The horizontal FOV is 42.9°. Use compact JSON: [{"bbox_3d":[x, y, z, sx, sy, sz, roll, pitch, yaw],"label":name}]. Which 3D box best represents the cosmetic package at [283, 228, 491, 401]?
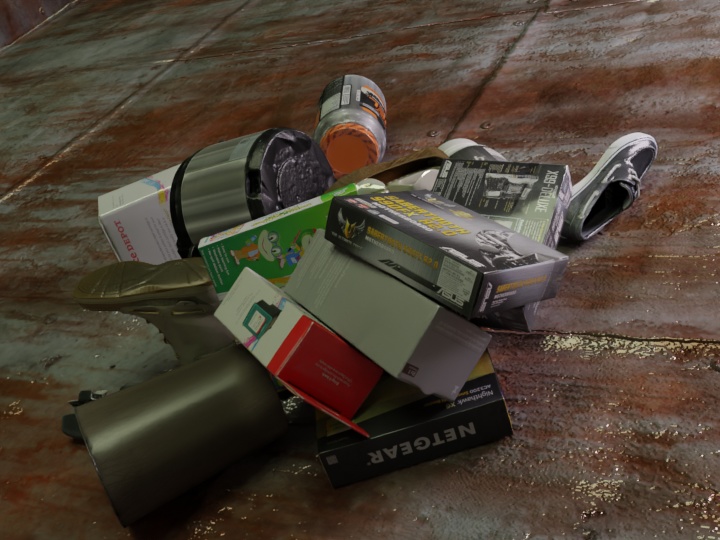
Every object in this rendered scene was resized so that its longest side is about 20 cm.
[{"bbox_3d":[0.025,0.044,0.944,0.199,0.106,0.091,30,91,42],"label":"cosmetic package"}]

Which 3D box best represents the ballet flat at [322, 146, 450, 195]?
[{"bbox_3d":[0.039,-0.102,1.152,0.198,0.069,0.072,-22,21,-22],"label":"ballet flat"}]

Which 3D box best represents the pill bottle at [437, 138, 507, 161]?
[{"bbox_3d":[0.163,-0.099,1.223,0.115,0.117,0.200,-23,31,-5],"label":"pill bottle"}]

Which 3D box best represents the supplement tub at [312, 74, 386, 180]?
[{"bbox_3d":[-0.017,-0.235,1.530,0.121,0.123,0.201,-13,32,10],"label":"supplement tub"}]

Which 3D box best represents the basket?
[{"bbox_3d":[-0.191,0.169,0.999,0.198,0.137,0.180,-24,6,-17],"label":"basket"}]

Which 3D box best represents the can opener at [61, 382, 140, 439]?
[{"bbox_3d":[-0.274,0.170,1.133,0.198,0.053,0.067,-11,67,18],"label":"can opener"}]

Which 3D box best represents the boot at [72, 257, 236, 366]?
[{"bbox_3d":[-0.254,0.063,1.171,0.198,0.156,0.072,-5,40,12],"label":"boot"}]

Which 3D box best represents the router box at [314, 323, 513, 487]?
[{"bbox_3d":[0.049,0.135,0.989,0.198,0.053,0.158,-18,32,4],"label":"router box"}]

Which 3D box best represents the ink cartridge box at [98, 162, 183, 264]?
[{"bbox_3d":[-0.284,-0.074,1.409,0.198,0.146,0.088,-24,31,-6],"label":"ink cartridge box"}]

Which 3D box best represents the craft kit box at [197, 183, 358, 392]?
[{"bbox_3d":[-0.064,0.026,1.078,0.196,0.202,0.049,-21,16,-1],"label":"craft kit box"}]

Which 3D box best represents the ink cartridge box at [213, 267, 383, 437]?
[{"bbox_3d":[-0.058,0.082,0.951,0.068,0.116,0.200,-54,39,-1],"label":"ink cartridge box"}]

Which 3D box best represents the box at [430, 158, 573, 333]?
[{"bbox_3d":[0.141,-0.035,1.043,0.156,0.050,0.201,6,58,27],"label":"box"}]

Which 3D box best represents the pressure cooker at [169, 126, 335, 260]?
[{"bbox_3d":[-0.149,-0.087,1.193,0.198,0.181,0.175,-9,2,34],"label":"pressure cooker"}]

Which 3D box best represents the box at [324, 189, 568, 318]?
[{"bbox_3d":[0.087,-0.024,0.931,0.199,0.049,0.158,30,26,36],"label":"box"}]

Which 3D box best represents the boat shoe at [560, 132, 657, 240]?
[{"bbox_3d":[0.329,-0.107,1.185,0.199,0.072,0.068,-37,33,-21],"label":"boat shoe"}]
